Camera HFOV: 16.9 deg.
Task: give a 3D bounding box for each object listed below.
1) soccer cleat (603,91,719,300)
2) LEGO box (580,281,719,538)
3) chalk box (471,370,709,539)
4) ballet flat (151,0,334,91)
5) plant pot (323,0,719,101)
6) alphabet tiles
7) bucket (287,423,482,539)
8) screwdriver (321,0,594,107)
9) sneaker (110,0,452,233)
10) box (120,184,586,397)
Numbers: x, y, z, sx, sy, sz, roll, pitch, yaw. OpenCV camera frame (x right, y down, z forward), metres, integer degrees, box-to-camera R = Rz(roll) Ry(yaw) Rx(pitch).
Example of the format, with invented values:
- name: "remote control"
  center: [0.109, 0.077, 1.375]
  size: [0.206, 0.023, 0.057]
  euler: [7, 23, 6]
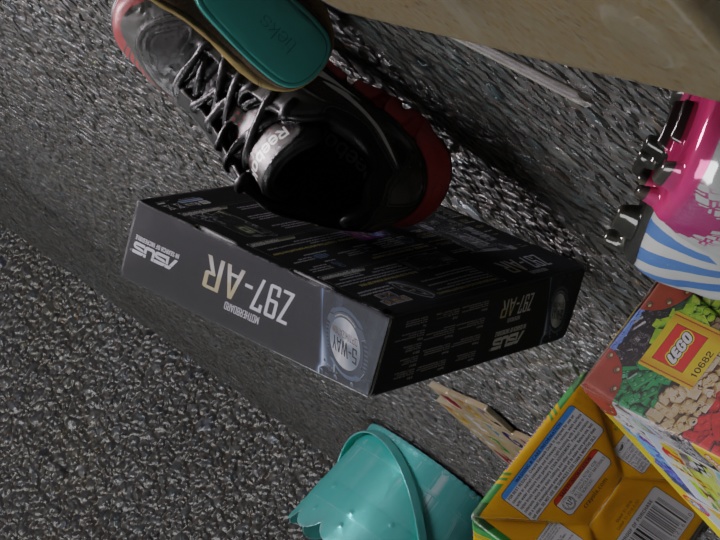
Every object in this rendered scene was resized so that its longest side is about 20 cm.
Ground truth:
- name: "soccer cleat"
  center: [0.145, -0.031, 0.886]
  size: [0.086, 0.070, 0.200]
  euler: [21, 172, 3]
- name: "LEGO box"
  center: [0.222, 0.102, 1.174]
  size: [0.149, 0.077, 0.200]
  euler: [27, 166, 48]
- name: "chalk box"
  center: [0.156, 0.165, 1.600]
  size: [0.124, 0.125, 0.200]
  euler: [36, 170, 10]
- name: "ballet flat"
  center: [-0.086, -0.155, 1.139]
  size: [0.200, 0.069, 0.063]
  euler: [48, -179, -43]
- name: "plant pot"
  center: [0.033, -0.141, 0.366]
  size: [0.200, 0.177, 0.200]
  euler: [44, 169, -30]
- name: "alphabet tiles"
  center: [0.145, 0.161, 2.006]
  size: [0.200, 0.006, 0.166]
  euler: [42, 170, -26]
- name: "bucket"
  center: [0.040, 0.263, 2.518]
  size: [0.207, 0.135, 0.207]
  euler: [36, 171, 7]
- name: "screwdriver"
  center: [0.032, -0.106, 1.036]
  size: [0.200, 0.028, 0.029]
  euler: [30, -161, 37]
- name: "sneaker"
  center: [-0.049, -0.084, 1.232]
  size: [0.200, 0.071, 0.098]
  euler: [35, -155, 6]
- name: "box"
  center: [0.000, 0.000, 1.255]
  size: [0.160, 0.044, 0.200]
  euler: [24, -160, 28]
